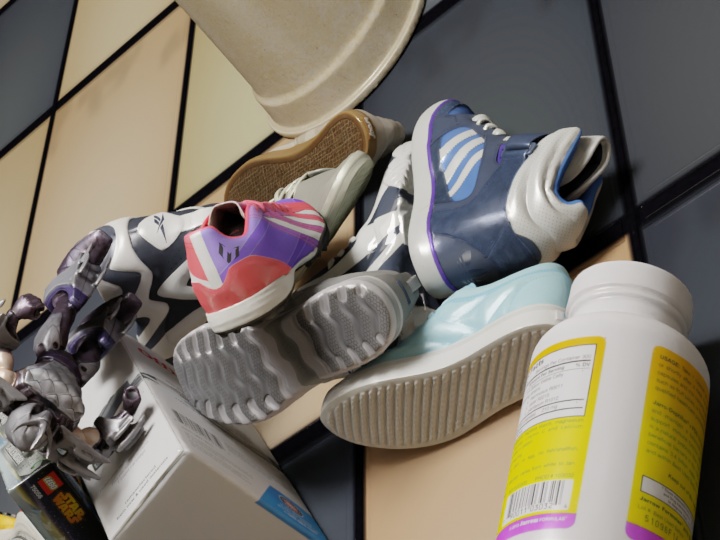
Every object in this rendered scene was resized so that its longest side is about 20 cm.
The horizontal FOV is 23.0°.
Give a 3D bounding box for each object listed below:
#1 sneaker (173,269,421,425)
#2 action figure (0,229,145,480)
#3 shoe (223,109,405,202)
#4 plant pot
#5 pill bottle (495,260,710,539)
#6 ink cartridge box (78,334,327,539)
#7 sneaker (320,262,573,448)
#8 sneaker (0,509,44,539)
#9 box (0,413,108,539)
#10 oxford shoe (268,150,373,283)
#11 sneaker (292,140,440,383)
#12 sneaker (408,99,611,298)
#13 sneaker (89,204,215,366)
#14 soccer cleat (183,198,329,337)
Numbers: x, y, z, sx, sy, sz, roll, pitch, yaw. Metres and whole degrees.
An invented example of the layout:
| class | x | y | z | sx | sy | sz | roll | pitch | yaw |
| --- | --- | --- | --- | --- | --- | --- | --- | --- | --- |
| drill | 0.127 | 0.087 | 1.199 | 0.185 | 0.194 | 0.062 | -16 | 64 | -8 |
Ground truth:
| class | x | y | z | sx | sy | sz | roll | pitch | yaw |
| --- | --- | --- | --- | --- | --- | --- | --- | --- | --- |
| sneaker | -0.041 | 0.051 | 1.206 | 0.199 | 0.075 | 0.082 | -18 | 6 | 34 |
| action figure | -0.198 | 0.059 | 1.180 | 0.069 | 0.130 | 0.200 | -30 | 23 | 21 |
| shoe | -0.040 | -0.080 | 1.480 | 0.053 | 0.070 | 0.199 | -20 | -4 | -45 |
| plant pot | -0.075 | -0.253 | 1.576 | 0.200 | 0.183 | 0.201 | -35 | 33 | 27 |
| pill bottle | 0.138 | 0.096 | 0.980 | 0.104 | 0.104 | 0.201 | -22 | 41 | 42 |
| ink cartridge box | -0.122 | 0.146 | 1.247 | 0.084 | 0.145 | 0.200 | -50 | 30 | 4 |
| sneaker | 0.063 | 0.055 | 1.171 | 0.199 | 0.074 | 0.082 | -22 | 36 | 26 |
| sneaker | -0.266 | 0.244 | 1.428 | 0.200 | 0.078 | 0.083 | -19 | 46 | 58 |
| box | -0.193 | 0.184 | 1.253 | 0.040 | 0.201 | 0.137 | -34 | 30 | -6 |
| oxford shoe | -0.042 | -0.043 | 1.355 | 0.075 | 0.058 | 0.200 | -50 | 1 | -25 |
| sneaker | 0.000 | 0.000 | 1.300 | 0.129 | 0.079 | 0.200 | -19 | 52 | 31 |
| sneaker | 0.113 | -0.070 | 1.237 | 0.146 | 0.081 | 0.201 | -22 | 33 | 24 |
| sneaker | -0.109 | 0.016 | 1.349 | 0.129 | 0.200 | 0.080 | -19 | 46 | 10 |
| soccer cleat | -0.071 | -0.023 | 1.198 | 0.068 | 0.074 | 0.200 | -22 | 14 | 18 |
